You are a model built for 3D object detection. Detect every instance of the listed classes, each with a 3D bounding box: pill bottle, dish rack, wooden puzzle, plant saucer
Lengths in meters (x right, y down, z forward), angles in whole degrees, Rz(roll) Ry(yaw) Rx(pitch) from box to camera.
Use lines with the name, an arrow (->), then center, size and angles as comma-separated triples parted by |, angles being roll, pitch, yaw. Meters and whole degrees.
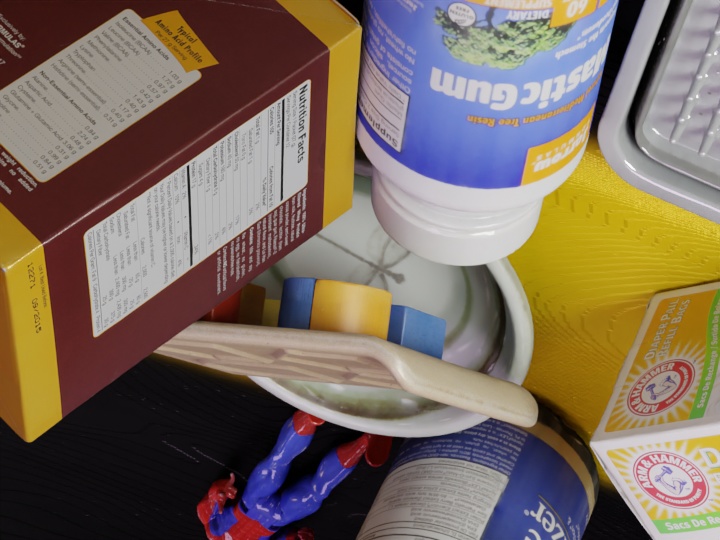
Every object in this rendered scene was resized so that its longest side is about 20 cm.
pill bottle -> 0.055, -0.098, 1.199 | 0.112, 0.112, 0.201 | 19, 139, 11
pill bottle -> 0.046, 0.167, 1.409 | 0.111, 0.200, 0.112 | 15, 138, 14
dish rack -> 0.205, -0.090, 1.177 | 0.171, 0.044, 0.200 | 23, 139, 5
wooden puzzle -> -0.029, 0.030, 1.299 | 0.199, 0.047, 0.185 | 9, 175, 25
plant saucer -> 0.000, 0.000, 1.378 | 0.199, 0.050, 0.201 | 15, 137, 14

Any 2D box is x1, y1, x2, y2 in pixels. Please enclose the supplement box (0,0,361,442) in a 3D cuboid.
supplement box -> -0.137, -0.075, 1.203 | 0.197, 0.200, 0.133 | 42, 153, 24

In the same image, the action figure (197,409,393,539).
action figure -> -0.051, 0.132, 1.548 | 0.065, 0.052, 0.200 | 31, 142, -9

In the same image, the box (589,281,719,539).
box -> 0.227, 0.067, 1.275 | 0.199, 0.113, 0.102 | -12, 126, 38
